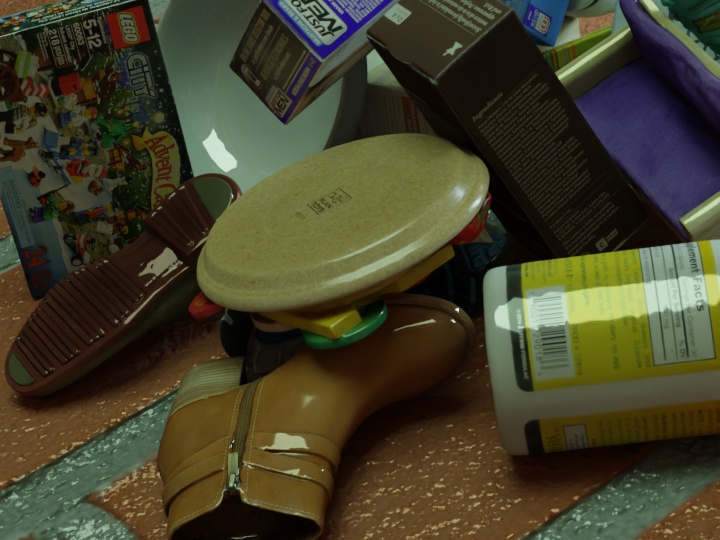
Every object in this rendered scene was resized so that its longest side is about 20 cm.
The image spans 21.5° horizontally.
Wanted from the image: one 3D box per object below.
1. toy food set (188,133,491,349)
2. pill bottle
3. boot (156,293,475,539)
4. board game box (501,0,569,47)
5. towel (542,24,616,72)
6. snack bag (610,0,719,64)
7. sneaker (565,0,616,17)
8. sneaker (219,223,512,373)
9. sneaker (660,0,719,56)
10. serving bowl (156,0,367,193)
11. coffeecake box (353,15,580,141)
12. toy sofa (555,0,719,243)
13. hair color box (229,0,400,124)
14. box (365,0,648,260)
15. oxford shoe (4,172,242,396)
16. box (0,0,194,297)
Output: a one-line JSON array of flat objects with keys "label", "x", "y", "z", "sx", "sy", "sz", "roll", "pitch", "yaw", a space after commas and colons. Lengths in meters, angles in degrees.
[{"label": "toy food set", "x": -0.013, "y": -0.023, "z": 1.178, "sx": 0.198, "sy": 0.049, "sz": 0.200, "roll": -34, "pitch": 28, "yaw": -25}, {"label": "pill bottle", "x": 0.174, "y": 0.042, "z": 1.089, "sx": 0.199, "sy": 0.112, "sz": 0.111, "roll": -6, "pitch": 32, "yaw": 8}, {"label": "boot", "x": -0.023, "y": 0.096, "z": 1.109, "sx": 0.199, "sy": 0.074, "sz": 0.155, "roll": -20, "pitch": 29, "yaw": 10}, {"label": "board game box", "x": 0.081, "y": -0.255, "z": 1.415, "sx": 0.199, "sy": 0.153, "sz": 0.045, "roll": 17, "pitch": -4, "yaw": 43}, {"label": "towel", "x": 0.181, "y": -0.138, "z": 1.398, "sx": 0.199, "sy": 0.086, "sz": 0.018, "roll": -23, "pitch": 30, "yaw": -18}, {"label": "snack bag", "x": 0.261, "y": -0.154, "z": 1.326, "sx": 0.199, "sy": 0.190, "sz": 0.021, "roll": 9, "pitch": 1, "yaw": 29}, {"label": "sneaker", "x": 0.127, "y": -0.231, "z": 1.461, "sx": 0.080, "sy": 0.077, "sz": 0.200, "roll": -3, "pitch": 21, "yaw": -44}, {"label": "sneaker", "x": 0.000, "y": 0.000, "z": 1.255, "sx": 0.199, "sy": 0.075, "sz": 0.087, "roll": -13, "pitch": 26, "yaw": -3}, {"label": "sneaker", "x": 0.238, "y": -0.182, "z": 1.252, "sx": 0.079, "sy": 0.201, "sz": 0.078, "roll": -7, "pitch": 25, "yaw": 18}, {"label": "serving bowl", "x": -0.067, "y": -0.140, "z": 1.416, "sx": 0.199, "sy": 0.201, "sz": 0.066, "roll": 16, "pitch": 8, "yaw": 38}, {"label": "coffeecake box", "x": 0.049, "y": -0.149, "z": 1.470, "sx": 0.199, "sy": 0.073, "sz": 0.153, "roll": 16, "pitch": 40, "yaw": 38}, {"label": "toy sofa", "x": 0.202, "y": -0.092, "z": 1.234, "sx": 0.083, "sy": 0.098, "sz": 0.200, "roll": -35, "pitch": 41, "yaw": 1}, {"label": "hair color box", "x": 0.009, "y": -0.196, "z": 1.288, "sx": 0.200, "sy": 0.065, "sz": 0.109, "roll": -41, "pitch": -3, "yaw": -23}, {"label": "box", "x": 0.097, "y": -0.093, "z": 1.237, "sx": 0.075, "sy": 0.200, "sz": 0.100, "roll": -43, "pitch": 37, "yaw": -3}, {"label": "oxford shoe", "x": -0.147, "y": 0.024, "z": 1.275, "sx": 0.200, "sy": 0.075, "sz": 0.070, "roll": -38, "pitch": 52, "yaw": -6}, {"label": "box", "x": -0.194, "y": -0.091, "z": 1.338, "sx": 0.136, "sy": 0.201, "sz": 0.038, "roll": -16, "pitch": 31, "yaw": -7}]
